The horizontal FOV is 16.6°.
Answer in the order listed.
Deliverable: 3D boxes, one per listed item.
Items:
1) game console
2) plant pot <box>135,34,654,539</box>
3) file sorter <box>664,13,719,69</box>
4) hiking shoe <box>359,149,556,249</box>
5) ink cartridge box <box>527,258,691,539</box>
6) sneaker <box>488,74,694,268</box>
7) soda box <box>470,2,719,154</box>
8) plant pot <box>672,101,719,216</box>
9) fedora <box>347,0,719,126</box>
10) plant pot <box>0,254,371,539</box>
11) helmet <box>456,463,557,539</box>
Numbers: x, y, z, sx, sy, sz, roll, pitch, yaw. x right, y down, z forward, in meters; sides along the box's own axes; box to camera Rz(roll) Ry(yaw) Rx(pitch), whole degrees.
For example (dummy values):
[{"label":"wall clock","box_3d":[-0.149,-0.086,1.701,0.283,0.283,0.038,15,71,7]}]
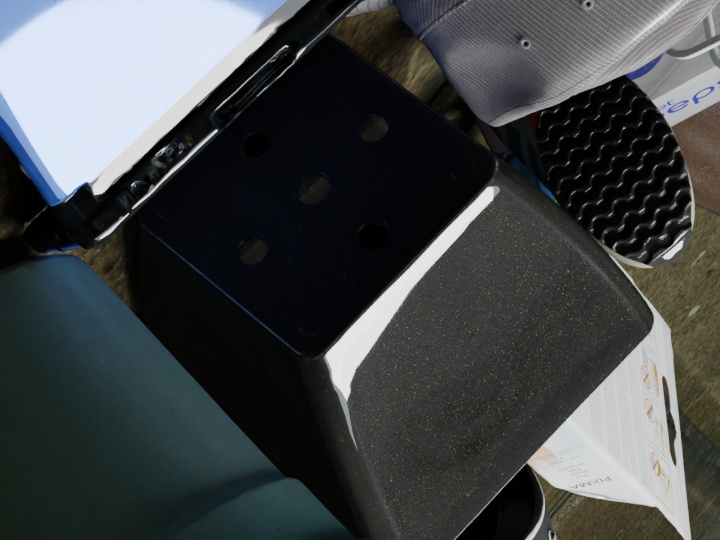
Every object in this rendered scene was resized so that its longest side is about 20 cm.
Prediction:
[{"label":"game console","box_3d":[-0.089,-0.115,1.065,0.200,0.118,0.171,-43,-169,-15]},{"label":"plant pot","box_3d":[0.000,0.000,1.246,0.200,0.200,0.177,-45,148,-10]},{"label":"file sorter","box_3d":[0.258,-0.167,1.306,0.200,0.125,0.139,11,154,-42]},{"label":"hiking shoe","box_3d":[0.064,-0.030,1.385,0.087,0.075,0.200,27,126,-37]},{"label":"ink cartridge box","box_3d":[0.138,0.063,1.482,0.050,0.163,0.200,-15,146,21]},{"label":"sneaker","box_3d":[0.107,-0.083,1.293,0.070,0.200,0.093,-42,167,4]},{"label":"soda box","box_3d":[0.165,-0.119,1.446,0.200,0.064,0.068,-28,163,10]},{"label":"plant pot","box_3d":[0.257,-0.103,1.572,0.187,0.200,0.187,-42,160,-19]},{"label":"fedora","box_3d":[0.096,-0.129,1.152,0.200,0.090,0.177,-28,179,22]},{"label":"plant pot","box_3d":[-0.128,0.112,1.107,0.200,0.196,0.200,-37,166,-11]},{"label":"helmet","box_3d":[0.020,0.164,1.435,0.200,0.191,0.200,-32,171,-5]}]
